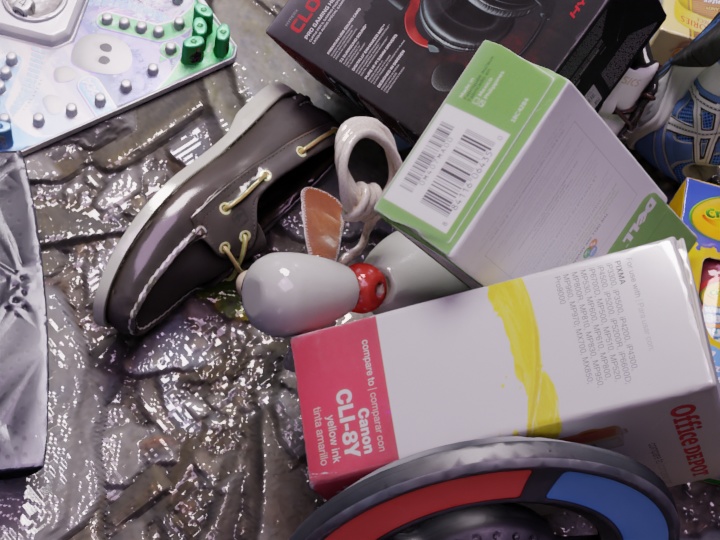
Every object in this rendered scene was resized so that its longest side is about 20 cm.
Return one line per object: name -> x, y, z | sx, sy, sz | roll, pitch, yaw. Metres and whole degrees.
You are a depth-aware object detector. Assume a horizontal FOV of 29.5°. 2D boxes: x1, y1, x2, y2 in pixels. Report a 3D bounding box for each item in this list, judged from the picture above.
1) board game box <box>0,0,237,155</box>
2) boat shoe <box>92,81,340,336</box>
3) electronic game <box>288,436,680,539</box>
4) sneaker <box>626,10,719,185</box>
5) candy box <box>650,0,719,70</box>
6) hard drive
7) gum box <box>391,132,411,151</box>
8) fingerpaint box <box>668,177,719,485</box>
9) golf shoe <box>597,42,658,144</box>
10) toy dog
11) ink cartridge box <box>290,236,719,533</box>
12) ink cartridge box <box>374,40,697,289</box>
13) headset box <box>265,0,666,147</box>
board game box -> -0.213, -0.181, 0.896 | 0.200, 0.026, 0.200 | -28, 70, -21
boat shoe -> -0.079, -0.033, 0.813 | 0.060, 0.072, 0.201 | 31, 60, 12
electronic game -> 0.058, 0.144, 0.671 | 0.199, 0.200, 0.042 | -2, 49, -10
sneaker -> 0.230, -0.115, 0.838 | 0.077, 0.200, 0.076 | 47, 67, 3
candy box -> 0.270, -0.216, 0.973 | 0.115, 0.055, 0.200 | 16, 61, -1
hard drive -> -0.245, 0.029, 0.772 | 0.134, 0.042, 0.200 | -5, 64, -12
gum box -> 0.054, -0.194, 0.934 | 0.170, 0.045, 0.200 | -20, 67, -18
fingerpaint box -> 0.271, 0.052, 0.822 | 0.199, 0.073, 0.167 | 15, 62, -1
golf shoe -> 0.135, -0.093, 0.841 | 0.078, 0.094, 0.201 | 7, 85, -17
toy dog -> 0.000, 0.000, 0.772 | 0.096, 0.200, 0.132 | 10, 78, 41
ink cartridge box -> 0.084, 0.070, 0.704 | 0.199, 0.145, 0.084 | -16, 62, 13
ink cartridge box -> 0.101, -0.026, 0.737 | 0.059, 0.200, 0.104 | 33, 89, 38
headset box -> 0.052, -0.150, 0.810 | 0.200, 0.075, 0.149 | 38, 92, 30
